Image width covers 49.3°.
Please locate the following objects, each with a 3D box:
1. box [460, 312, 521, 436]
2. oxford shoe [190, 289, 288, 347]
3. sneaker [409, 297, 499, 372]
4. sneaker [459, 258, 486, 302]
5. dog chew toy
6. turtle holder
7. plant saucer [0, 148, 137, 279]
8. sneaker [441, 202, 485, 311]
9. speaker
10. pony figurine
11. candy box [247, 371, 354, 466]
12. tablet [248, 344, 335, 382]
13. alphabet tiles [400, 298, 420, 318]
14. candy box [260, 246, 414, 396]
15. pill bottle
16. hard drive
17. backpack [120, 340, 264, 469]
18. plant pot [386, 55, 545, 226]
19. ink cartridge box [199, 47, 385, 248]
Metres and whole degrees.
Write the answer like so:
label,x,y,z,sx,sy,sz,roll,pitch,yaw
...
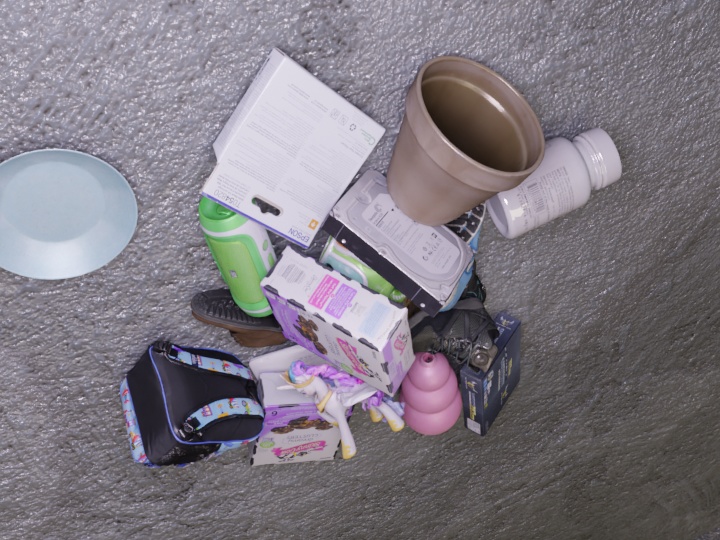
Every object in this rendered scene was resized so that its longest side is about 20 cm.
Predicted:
label,x,y,z,sx,sy,sz,roll,pitch,yaw
box,0.256,0.204,1.524,0.158,0.050,0.202,-50,148,-30
oxford shoe,-0.183,0.086,1.219,0.198,0.073,0.085,18,124,-38
sneaker,0.149,0.113,1.262,0.196,0.115,0.077,-9,138,-36
sneaker,0.178,0.029,1.365,0.078,0.076,0.202,-26,146,-22
dog chew toy,0.130,0.220,1.469,0.122,0.126,0.202,-18,140,-9
turtle holder,0.005,-0.010,1.191,0.130,0.185,0.143,25,83,-8
plant saucer,-0.382,-0.076,0.981,0.197,0.039,0.203,-15,137,-15
sneaker,0.147,-0.029,1.241,0.203,0.077,0.090,-68,154,-8
speaker,-0.164,-0.025,1.111,0.087,0.089,0.202,-22,138,-6
pony figurine,-0.013,0.192,1.256,0.191,0.168,0.201,-30,122,14
candy box,-0.110,0.265,1.407,0.164,0.072,0.202,-1,138,-18
tablet,-0.084,0.165,1.367,0.196,0.014,0.131,-17,139,3
alphabet tiles,0.091,0.049,1.287,0.167,0.006,0.202,-55,158,-37
candy box,-0.027,0.074,1.101,0.072,0.197,0.169,-55,157,-21
pill bottle,0.294,-0.140,1.214,0.197,0.115,0.115,-25,138,-3
hard drive,0.057,-0.044,1.094,0.140,0.199,0.038,-49,177,-47
backpack,-0.257,0.214,1.238,0.134,0.185,0.198,-41,149,28
plant pot,0.122,-0.157,1.072,0.196,0.203,0.174,4,146,-30
ink cartridge box,-0.090,-0.152,1.028,0.198,0.041,0.202,28,101,-43
